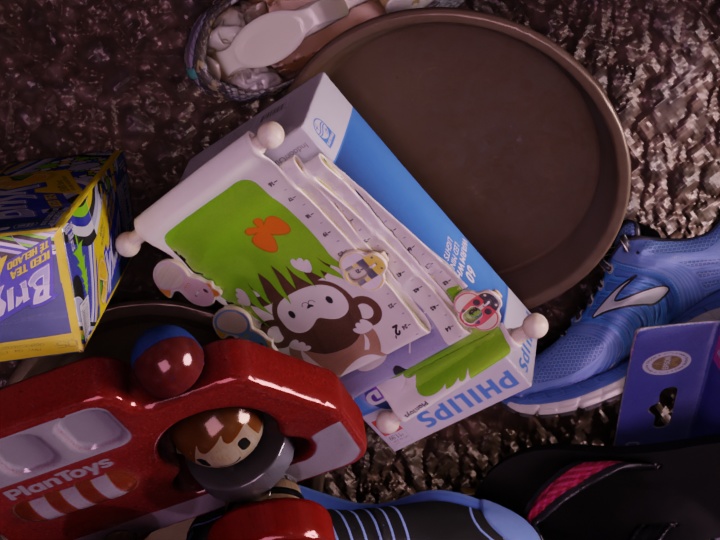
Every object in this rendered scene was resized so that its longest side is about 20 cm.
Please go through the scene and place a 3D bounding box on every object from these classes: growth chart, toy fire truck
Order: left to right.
[{"bbox_3d":[-0.104,0.092,0.728,0.199,0.113,0.168,-19,147,9],"label":"toy fire truck"},{"bbox_3d":[-0.020,0.010,0.771,0.200,0.018,0.145,37,126,-15],"label":"growth chart"}]

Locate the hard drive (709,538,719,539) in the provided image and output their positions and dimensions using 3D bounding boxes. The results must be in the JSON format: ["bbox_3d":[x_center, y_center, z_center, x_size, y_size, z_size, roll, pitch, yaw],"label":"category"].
[{"bbox_3d":[0.270,0.226,0.897,0.134,0.042,0.201,-5,118,1],"label":"hard drive"}]

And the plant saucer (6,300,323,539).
[{"bbox_3d":[-0.121,0.112,0.877,0.199,0.029,0.201,0,105,-1],"label":"plant saucer"}]

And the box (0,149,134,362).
[{"bbox_3d":[-0.166,-0.012,0.762,0.070,0.200,0.065,-7,104,1],"label":"box"}]

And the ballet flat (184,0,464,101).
[{"bbox_3d":[-0.007,-0.147,0.797,0.199,0.072,0.072,-27,104,6],"label":"ballet flat"}]

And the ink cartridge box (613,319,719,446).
[{"bbox_3d":[0.246,0.084,0.817,0.199,0.044,0.197,-8,148,0],"label":"ink cartridge box"}]

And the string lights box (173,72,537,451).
[{"bbox_3d":[0.000,0.000,0.808,0.102,0.059,0.200,-29,116,30],"label":"string lights box"}]

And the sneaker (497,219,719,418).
[{"bbox_3d":[0.160,0.020,0.850,0.199,0.079,0.090,-30,81,13],"label":"sneaker"}]

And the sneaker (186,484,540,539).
[{"bbox_3d":[0.000,0.164,0.812,0.199,0.078,0.071,5,115,11],"label":"sneaker"}]

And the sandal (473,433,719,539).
[{"bbox_3d":[0.138,0.133,0.815,0.199,0.045,0.075,-17,105,35],"label":"sandal"}]

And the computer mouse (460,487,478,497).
[{"bbox_3d":[0.110,0.227,0.911,0.109,0.044,0.201,-4,105,1],"label":"computer mouse"}]

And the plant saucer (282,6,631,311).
[{"bbox_3d":[0.050,-0.058,0.809,0.199,0.030,0.201,6,127,8],"label":"plant saucer"}]
